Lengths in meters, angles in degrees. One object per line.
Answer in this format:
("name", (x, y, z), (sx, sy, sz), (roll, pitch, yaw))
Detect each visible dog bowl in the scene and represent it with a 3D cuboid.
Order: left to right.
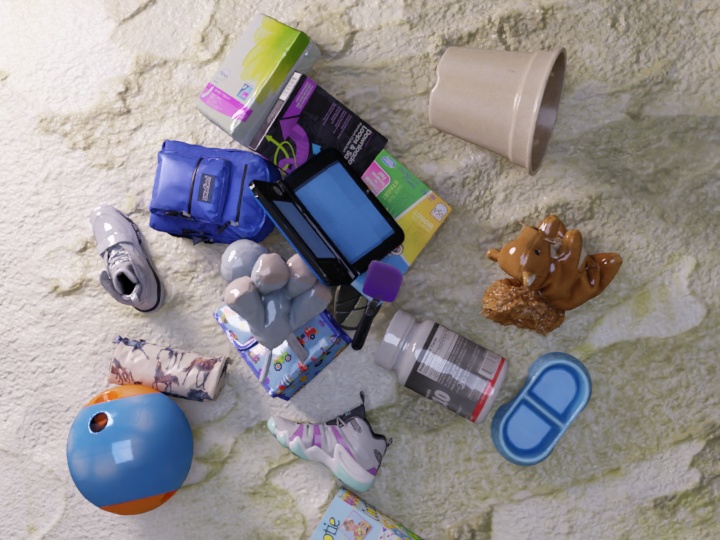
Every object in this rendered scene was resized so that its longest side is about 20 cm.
("dog bowl", (0.293, 0.224, 1.704), (0.111, 0.050, 0.201), (38, 90, 5))

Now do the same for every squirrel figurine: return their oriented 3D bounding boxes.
("squirrel figurine", (0.272, 0.014, 1.642), (0.141, 0.185, 0.202), (42, 114, 34))

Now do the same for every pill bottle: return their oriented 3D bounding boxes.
("pill bottle", (0.127, 0.150, 1.689), (0.198, 0.114, 0.115), (27, 89, 6))

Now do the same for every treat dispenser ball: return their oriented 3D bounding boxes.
("treat dispenser ball", (-0.364, 0.284, 1.678), (0.197, 0.201, 0.205), (0, 87, 5))

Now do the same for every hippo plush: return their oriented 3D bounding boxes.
("hippo plush", (-0.138, 0.028, 1.656), (0.157, 0.161, 0.202), (-25, 128, -8))

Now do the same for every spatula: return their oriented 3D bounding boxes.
("spatula", (0.017, 0.062, 1.665), (0.056, 0.201, 0.021), (17, 47, -3))

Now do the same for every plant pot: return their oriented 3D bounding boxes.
("plant pot", (0.213, -0.272, 1.678), (0.181, 0.200, 0.204), (16, 88, 17))

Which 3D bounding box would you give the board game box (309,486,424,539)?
("board game box", (0.023, 0.448, 1.688), (0.198, 0.103, 0.106), (32, 90, 5))

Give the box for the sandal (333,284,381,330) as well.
("sandal", (0.001, -0.001, 1.737), (0.078, 0.057, 0.204), (11, 79, -11))

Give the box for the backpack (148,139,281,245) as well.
("backpack", (-0.232, -0.118, 1.706), (0.197, 0.168, 0.165), (10, 94, 7))

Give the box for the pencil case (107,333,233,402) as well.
("pencil case", (-0.312, 0.160, 1.742), (0.197, 0.078, 0.091), (11, 64, 5))

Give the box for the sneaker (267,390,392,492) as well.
("sneaker", (-0.041, 0.252, 1.722), (0.198, 0.078, 0.141), (30, 88, -4))

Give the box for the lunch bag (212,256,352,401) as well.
("lunch bag", (-0.136, 0.087, 1.738), (0.150, 0.094, 0.201), (-42, 73, 3))

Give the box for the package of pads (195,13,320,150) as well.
("package of pads", (-0.170, -0.312, 1.725), (0.201, 0.068, 0.154), (-54, 41, 1))

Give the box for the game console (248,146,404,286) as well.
("game console", (-0.049, -0.088, 1.613), (0.118, 0.170, 0.201), (-42, 80, 13))

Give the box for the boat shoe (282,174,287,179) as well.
("boat shoe", (-0.085, -0.070, 1.736), (0.071, 0.076, 0.203), (-20, 85, 4))

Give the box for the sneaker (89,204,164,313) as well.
("sneaker", (-0.394, -0.023, 1.739), (0.074, 0.115, 0.202), (-29, 85, 2))

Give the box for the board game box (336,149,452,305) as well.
("board game box", (0.032, -0.069, 1.704), (0.152, 0.040, 0.201), (39, 75, -4))

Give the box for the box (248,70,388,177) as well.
("box", (-0.064, -0.205, 1.707), (0.199, 0.036, 0.144), (32, 90, -34))
